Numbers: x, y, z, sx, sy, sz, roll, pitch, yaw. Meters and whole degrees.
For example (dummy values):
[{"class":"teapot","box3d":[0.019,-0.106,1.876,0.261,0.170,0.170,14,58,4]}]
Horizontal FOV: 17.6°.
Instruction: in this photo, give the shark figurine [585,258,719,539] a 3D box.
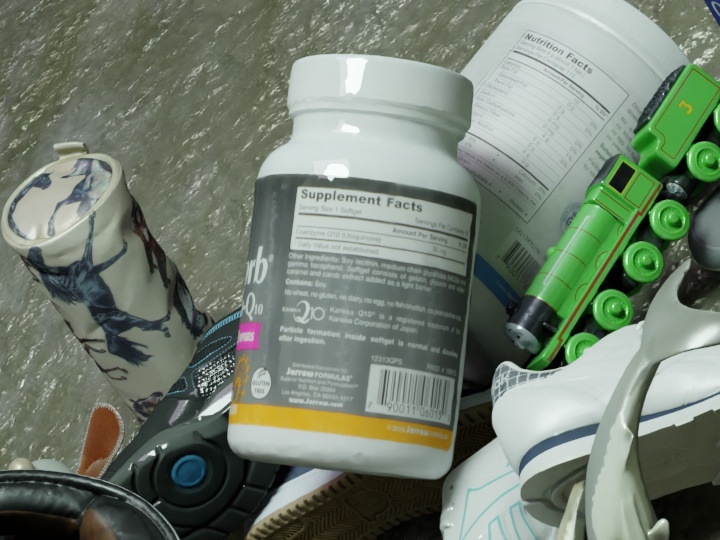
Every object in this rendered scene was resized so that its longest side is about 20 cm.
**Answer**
[{"class":"shark figurine","box3d":[0.126,0.114,0.986,0.127,0.216,0.090,-17,1,1]}]

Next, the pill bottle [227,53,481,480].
[{"class":"pill bottle","box3d":[0.000,0.000,1.167,0.116,0.116,0.202,0,81,43]}]

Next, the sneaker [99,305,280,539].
[{"class":"sneaker","box3d":[-0.074,0.079,1.271,0.200,0.073,0.082,-43,30,0]}]

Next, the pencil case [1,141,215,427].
[{"class":"pencil case","box3d":[-0.131,0.021,1.371,0.077,0.201,0.090,-20,33,20]}]

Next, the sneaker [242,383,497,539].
[{"class":"sneaker","box3d":[0.019,0.083,1.275,0.199,0.070,0.109,-27,38,23]}]

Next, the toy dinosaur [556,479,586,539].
[{"class":"toy dinosaur","box3d":[0.085,0.180,1.013,0.087,0.048,0.201,-11,45,-4]}]

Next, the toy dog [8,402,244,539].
[{"class":"toy dog","box3d":[-0.158,0.141,1.352,0.199,0.096,0.133,-8,45,38]}]

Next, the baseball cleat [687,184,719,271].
[{"class":"baseball cleat","box3d":[0.244,-0.075,1.207,0.199,0.106,0.070,-30,41,18]}]

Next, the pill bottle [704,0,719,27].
[{"class":"pill bottle","box3d":[0.222,-0.203,1.287,0.111,0.200,0.112,-24,37,20]}]

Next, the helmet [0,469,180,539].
[{"class":"helmet","box3d":[-0.164,0.219,1.191,0.198,0.192,0.201,2,40,-2]}]

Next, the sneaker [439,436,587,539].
[{"class":"sneaker","box3d":[0.069,0.143,1.145,0.080,0.071,0.201,20,57,22]}]

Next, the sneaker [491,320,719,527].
[{"class":"sneaker","box3d":[0.162,0.056,1.116,0.198,0.077,0.081,-12,47,-6]}]

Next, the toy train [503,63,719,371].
[{"class":"toy train","box3d":[0.140,-0.025,1.224,0.201,0.056,0.042,-55,3,-21]}]

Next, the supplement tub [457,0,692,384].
[{"class":"supplement tub","box3d":[0.089,-0.049,1.303,0.200,0.132,0.132,-51,36,-17]}]
